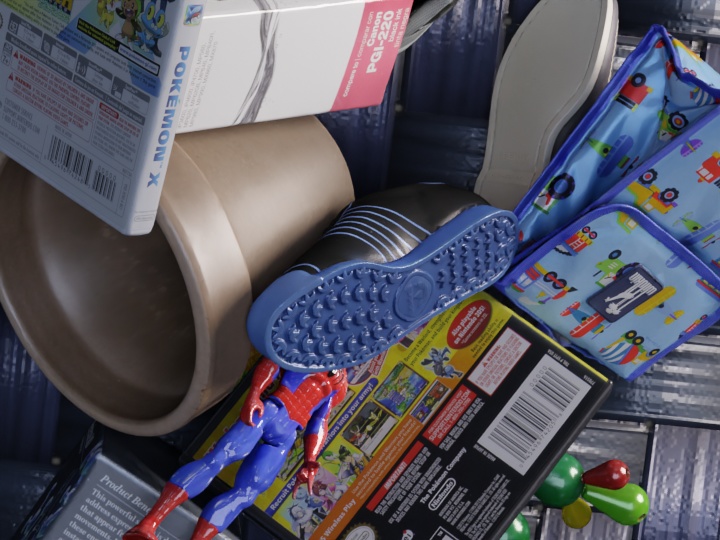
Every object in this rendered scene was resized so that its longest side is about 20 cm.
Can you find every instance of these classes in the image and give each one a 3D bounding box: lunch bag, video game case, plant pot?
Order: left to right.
[{"bbox_3d":[-0.161,-0.141,1.308,0.022,0.200,0.182,-6,119,-45],"label":"video game case"},{"bbox_3d":[-0.100,-0.023,1.439,0.175,0.200,0.200,-28,101,-40],"label":"plant pot"},{"bbox_3d":[0.022,0.093,1.448,0.181,0.026,0.200,36,73,11],"label":"video game case"},{"bbox_3d":[0.175,-0.027,1.490,0.200,0.094,0.151,-46,133,13],"label":"lunch bag"}]

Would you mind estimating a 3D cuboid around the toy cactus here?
[{"bbox_3d":[0.078,0.143,1.479,0.200,0.102,0.165,-17,88,-4],"label":"toy cactus"}]

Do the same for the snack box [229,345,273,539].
[{"bbox_3d":[-0.002,0.106,1.531,0.142,0.053,0.200,-16,98,-4],"label":"snack box"}]

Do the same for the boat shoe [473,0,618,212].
[{"bbox_3d":[0.124,-0.088,1.524,0.063,0.073,0.200,17,91,-48],"label":"boat shoe"}]

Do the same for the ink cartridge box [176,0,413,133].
[{"bbox_3d":[-0.092,-0.155,1.395,0.200,0.146,0.085,-13,134,-41],"label":"ink cartridge box"}]

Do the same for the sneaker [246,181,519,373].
[{"bbox_3d":[0.000,0.000,1.406,0.200,0.078,0.070,-22,124,-38],"label":"sneaker"}]

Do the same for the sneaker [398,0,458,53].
[{"bbox_3d":[0.066,-0.208,1.464,0.075,0.115,0.200,38,94,-8],"label":"sneaker"}]

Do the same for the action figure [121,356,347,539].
[{"bbox_3d":[-0.054,0.096,1.392,0.065,0.052,0.200,50,62,-25],"label":"action figure"}]

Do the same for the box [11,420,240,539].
[{"bbox_3d":[-0.171,0.205,1.476,0.107,0.148,0.200,35,93,-8],"label":"box"}]
